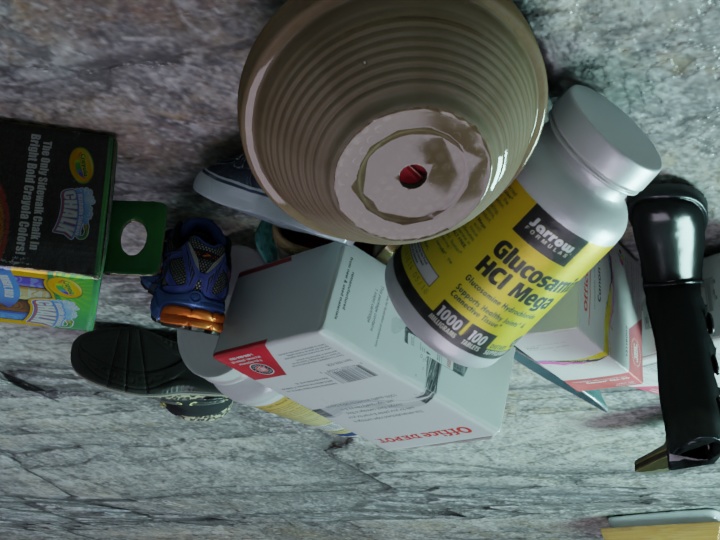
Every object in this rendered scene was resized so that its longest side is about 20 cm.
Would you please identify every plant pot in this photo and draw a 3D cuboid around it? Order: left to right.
[{"bbox_3d":[0.025,-0.083,0.864,0.200,0.093,0.201,-5,130,-6],"label":"plant pot"}]

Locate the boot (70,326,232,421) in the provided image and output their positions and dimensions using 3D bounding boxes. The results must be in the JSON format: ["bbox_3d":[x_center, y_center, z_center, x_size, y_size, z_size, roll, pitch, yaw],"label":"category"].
[{"bbox_3d":[-0.222,0.123,1.533,0.203,0.074,0.154,7,160,-13],"label":"boot"}]

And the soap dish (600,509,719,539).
[{"bbox_3d":[0.508,0.444,2.240,0.199,0.082,0.157,-9,155,28],"label":"soap dish"}]

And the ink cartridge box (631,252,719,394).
[{"bbox_3d":[0.328,0.051,1.285,0.146,0.083,0.200,18,153,-41],"label":"ink cartridge box"}]

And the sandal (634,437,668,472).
[{"bbox_3d":[0.404,0.191,1.678,0.081,0.055,0.200,5,144,-23],"label":"sandal"}]

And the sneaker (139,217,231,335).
[{"bbox_3d":[-0.136,-0.007,1.147,0.075,0.079,0.200,14,-170,-18],"label":"sneaker"}]

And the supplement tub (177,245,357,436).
[{"bbox_3d":[-0.056,0.065,1.279,0.144,0.145,0.200,-16,152,38],"label":"supplement tub"}]

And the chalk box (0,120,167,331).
[{"bbox_3d":[-0.255,-0.033,1.086,0.199,0.125,0.124,8,157,-12],"label":"chalk box"}]

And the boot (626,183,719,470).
[{"bbox_3d":[0.260,0.048,1.133,0.065,0.201,0.165,-5,157,18],"label":"boot"}]

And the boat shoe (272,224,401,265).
[{"bbox_3d":[0.024,-0.023,1.104,0.199,0.074,0.066,-2,160,13],"label":"boat shoe"}]

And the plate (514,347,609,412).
[{"bbox_3d":[0.160,0.075,1.343,0.200,0.026,0.200,32,179,1],"label":"plate"}]

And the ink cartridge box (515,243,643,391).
[{"bbox_3d":[0.177,0.018,1.179,0.067,0.117,0.200,-10,156,29],"label":"ink cartridge box"}]

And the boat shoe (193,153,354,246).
[{"bbox_3d":[-0.052,-0.079,1.039,0.071,0.091,0.200,20,179,-37],"label":"boat shoe"}]

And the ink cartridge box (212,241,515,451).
[{"bbox_3d":[0.006,0.067,1.128,0.200,0.084,0.144,33,150,-31],"label":"ink cartridge box"}]

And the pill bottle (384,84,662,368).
[{"bbox_3d":[0.117,-0.032,0.994,0.112,0.113,0.200,20,124,-37],"label":"pill bottle"}]

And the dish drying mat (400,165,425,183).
[{"bbox_3d":[0.038,-0.062,1.126,0.077,0.018,0.200,-10,155,29],"label":"dish drying mat"}]

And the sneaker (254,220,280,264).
[{"bbox_3d":[0.000,0.000,1.214,0.199,0.078,0.091,21,180,-11],"label":"sneaker"}]
